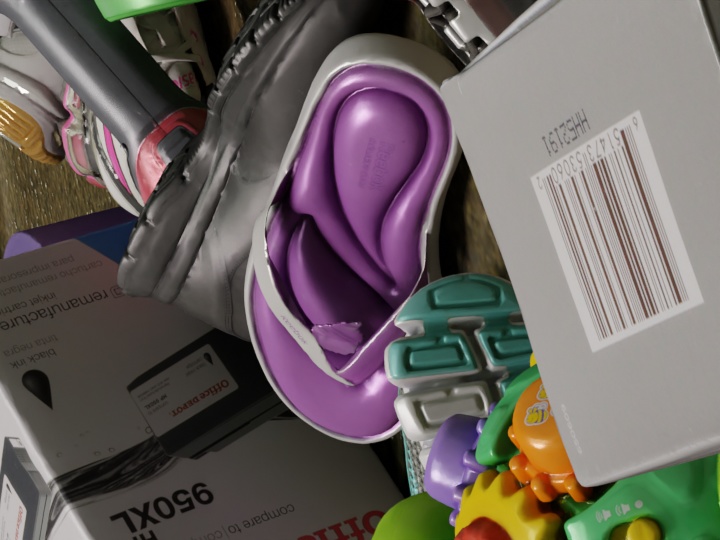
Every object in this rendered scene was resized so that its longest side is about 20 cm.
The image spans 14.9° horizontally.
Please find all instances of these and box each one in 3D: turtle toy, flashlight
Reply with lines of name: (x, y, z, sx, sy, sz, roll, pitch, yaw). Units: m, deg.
turtle toy: (0.068, 0.089, 0.858, 0.200, 0.100, 0.147, -32, 74, 63)
flashlight: (-0.106, -0.083, 1.188, 0.200, 0.068, 0.068, 48, 130, 8)

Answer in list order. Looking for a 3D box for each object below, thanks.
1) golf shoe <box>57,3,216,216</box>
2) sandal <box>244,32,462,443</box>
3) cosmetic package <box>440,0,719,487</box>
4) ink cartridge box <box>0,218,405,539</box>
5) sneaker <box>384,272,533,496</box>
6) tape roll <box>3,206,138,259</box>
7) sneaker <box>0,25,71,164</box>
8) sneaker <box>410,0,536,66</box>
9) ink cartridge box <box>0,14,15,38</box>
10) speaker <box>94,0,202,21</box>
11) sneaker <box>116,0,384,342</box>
golf shoe: (-0.098, -0.113, 1.250, 0.092, 0.072, 0.201, 33, 142, 42)
sandal: (-0.007, -0.002, 1.040, 0.050, 0.082, 0.204, -68, -12, -47)
cosmetic package: (0.130, -0.030, 0.482, 0.091, 0.199, 0.107, 71, 157, 6)
ink cartridge box: (-0.084, 0.083, 1.182, 0.200, 0.144, 0.084, 56, 145, 25)
sneaker: (0.057, 0.098, 0.992, 0.091, 0.077, 0.202, -163, 62, -85)
tape roll: (-0.110, 0.068, 1.379, 0.200, 0.084, 0.201, 166, 90, -71)
sneaker: (-0.145, -0.111, 1.389, 0.075, 0.088, 0.200, 35, -173, -12)
sneaker: (0.039, -0.087, 0.860, 0.077, 0.081, 0.201, 144, 110, -69)
ink cartridge box: (-0.201, -0.225, 1.259, 0.084, 0.144, 0.201, -75, 4, -48)
speaker: (-0.093, -0.209, 1.132, 0.088, 0.088, 0.201, -178, 74, -70)
sneaker: (-0.022, -0.049, 1.084, 0.200, 0.090, 0.076, -59, 2, 42)
